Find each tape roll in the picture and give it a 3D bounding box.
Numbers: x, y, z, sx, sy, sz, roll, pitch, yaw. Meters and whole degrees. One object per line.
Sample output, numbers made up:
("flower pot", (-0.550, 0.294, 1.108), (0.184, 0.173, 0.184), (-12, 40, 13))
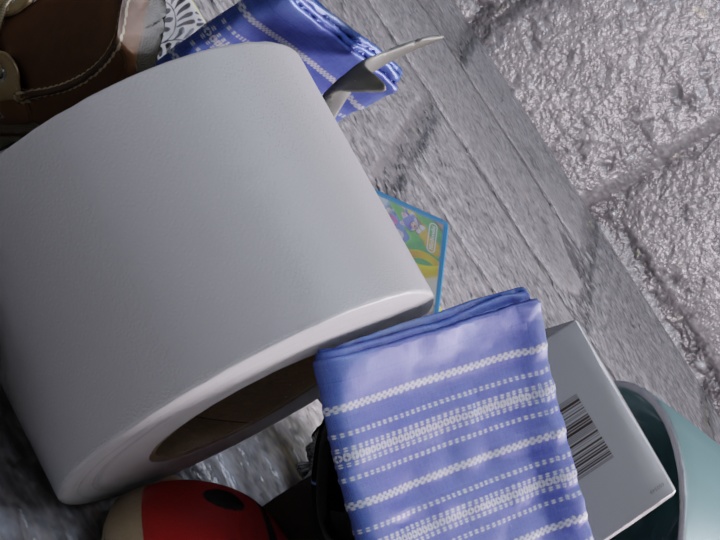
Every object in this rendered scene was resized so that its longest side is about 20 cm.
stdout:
("tape roll", (-0.083, 0.004, 0.944), (0.139, 0.202, 0.203), (61, 14, 12))

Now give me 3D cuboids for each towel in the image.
("towel", (0.056, 0.117, 0.923), (0.144, 0.024, 0.201), (-15, 89, -42))
("towel", (-0.084, -0.074, 1.072), (0.024, 0.200, 0.145), (61, 15, 25))

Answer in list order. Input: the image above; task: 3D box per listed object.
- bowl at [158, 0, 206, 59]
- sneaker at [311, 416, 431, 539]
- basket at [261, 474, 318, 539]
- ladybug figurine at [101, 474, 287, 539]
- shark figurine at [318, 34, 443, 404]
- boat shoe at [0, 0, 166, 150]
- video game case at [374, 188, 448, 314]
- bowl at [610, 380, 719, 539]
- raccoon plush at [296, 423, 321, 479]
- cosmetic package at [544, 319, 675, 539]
("bowl", (-0.161, -0.131, 1.179), (0.201, 0.094, 0.201), (53, 16, -22))
("sneaker", (0.015, 0.158, 0.937), (0.078, 0.070, 0.201), (66, 6, -66))
("basket", (0.022, 0.204, 1.035), (0.200, 0.136, 0.180), (57, 28, 15))
("ladybug figurine", (-0.059, 0.176, 0.931), (0.136, 0.072, 0.200), (37, 25, -55))
("shark figurine", (-0.010, -0.019, 1.079), (0.089, 0.128, 0.215), (-3, 93, -51))
("boat shoe", (-0.171, -0.099, 0.956), (0.074, 0.200, 0.076), (20, 70, -37))
("video game case", (-0.039, -0.014, 1.241), (0.199, 0.018, 0.143), (24, 47, -17))
("bowl", (0.170, 0.172, 1.153), (0.105, 0.201, 0.201), (16, 34, -23))
("raccoon plush", (0.016, 0.176, 1.241), (0.134, 0.096, 0.200), (64, 38, -42))
("cosmetic package", (0.077, 0.101, 1.079), (0.108, 0.085, 0.200), (59, -19, 1))
